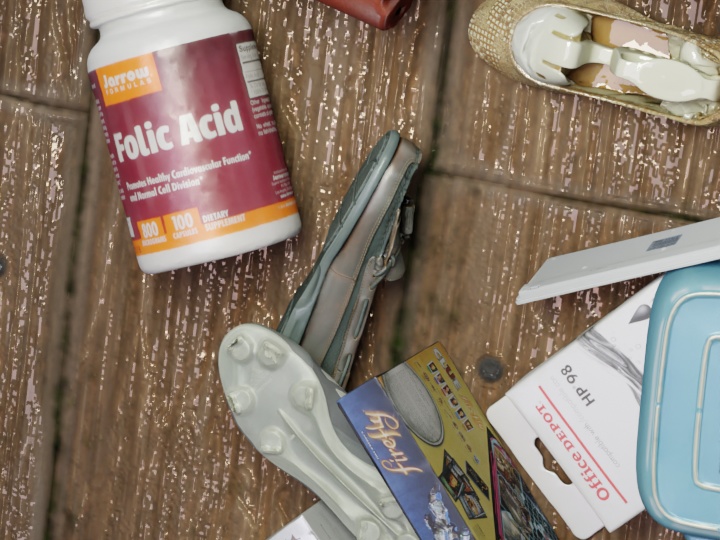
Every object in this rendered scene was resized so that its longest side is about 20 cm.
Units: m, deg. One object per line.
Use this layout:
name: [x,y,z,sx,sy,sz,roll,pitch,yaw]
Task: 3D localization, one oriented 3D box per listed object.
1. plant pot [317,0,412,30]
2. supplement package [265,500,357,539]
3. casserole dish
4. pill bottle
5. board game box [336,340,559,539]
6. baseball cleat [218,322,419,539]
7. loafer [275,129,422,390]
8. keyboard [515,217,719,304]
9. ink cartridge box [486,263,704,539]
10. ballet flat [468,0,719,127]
plant pot: [-0.030,-0.260,1.448,0.195,0.201,0.201,31,107,4]
supplement package: [-0.018,0.273,1.558,0.156,0.111,0.200,-39,84,20]
casserole dish: [0.229,0.084,1.413,0.121,0.039,0.200,7,103,16]
pill bottle: [-0.116,-0.107,1.531,0.114,0.114,0.200,-13,94,20]
board game box: [0.070,0.149,1.496,0.035,0.135,0.200,-32,86,21]
baseball cleat: [-0.016,0.115,1.534,0.070,0.106,0.200,-40,84,16]
loafer: [0.000,0.000,1.542,0.063,0.072,0.200,26,114,-6]
keyboard: [0.188,-0.012,1.444,0.200,0.056,0.011,-14,107,38]
ink cartridge box: [0.179,0.086,1.484,0.200,0.067,0.116,-39,86,20]
ballet flat: [0.158,-0.137,1.459,0.200,0.065,0.071,13,102,17]
